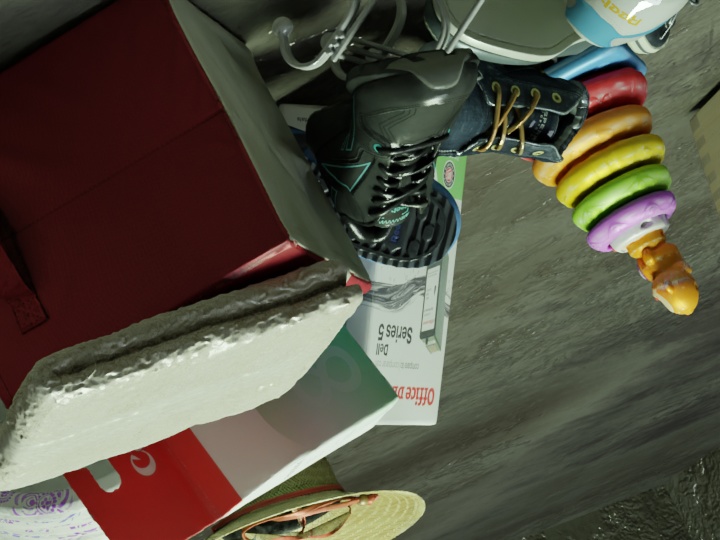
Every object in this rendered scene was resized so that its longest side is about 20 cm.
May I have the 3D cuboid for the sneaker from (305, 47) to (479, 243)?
[{"bbox_3d":[0.024,-0.070,1.417,0.075,0.080,0.200,-9,171,-14],"label":"sneaker"}]

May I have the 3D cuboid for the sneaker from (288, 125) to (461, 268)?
[{"bbox_3d":[-0.035,-0.053,1.553,0.078,0.200,0.066,-97,-154,-81],"label":"sneaker"}]

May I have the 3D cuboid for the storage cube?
[{"bbox_3d":[-0.124,-0.030,1.421,0.179,0.171,0.200,-30,165,10],"label":"storage cube"}]

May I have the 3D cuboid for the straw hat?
[{"bbox_3d":[-0.056,0.143,1.678,0.200,0.085,0.201,-18,162,-6],"label":"straw hat"}]

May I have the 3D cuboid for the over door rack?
[{"bbox_3d":[0.048,-0.186,1.405,0.200,0.067,0.148,-45,163,16],"label":"over door rack"}]

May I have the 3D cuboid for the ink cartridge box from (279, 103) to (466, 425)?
[{"bbox_3d":[0.000,0.000,1.672,0.084,0.201,0.145,5,179,23],"label":"ink cartridge box"}]

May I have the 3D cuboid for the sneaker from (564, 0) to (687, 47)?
[{"bbox_3d":[0.178,-0.200,1.465,0.200,0.077,0.081,-46,179,-45],"label":"sneaker"}]

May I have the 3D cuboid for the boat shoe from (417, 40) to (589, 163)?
[{"bbox_3d":[0.083,-0.101,1.603,0.200,0.091,0.071,-36,147,-65],"label":"boat shoe"}]

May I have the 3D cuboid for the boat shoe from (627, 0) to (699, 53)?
[{"bbox_3d":[0.179,-0.189,1.596,0.062,0.075,0.200,-22,162,9],"label":"boat shoe"}]

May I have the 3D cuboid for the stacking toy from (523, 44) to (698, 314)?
[{"bbox_3d":[0.186,-0.055,1.823,0.110,0.200,0.116,-30,167,13],"label":"stacking toy"}]

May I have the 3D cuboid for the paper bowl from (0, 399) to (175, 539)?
[{"bbox_3d":[-0.170,0.103,1.625,0.200,0.201,0.104,-25,134,-4],"label":"paper bowl"}]

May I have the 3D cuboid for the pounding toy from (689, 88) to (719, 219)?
[{"bbox_3d":[0.397,-0.146,2.071,0.184,0.143,0.200,-3,154,-26],"label":"pounding toy"}]

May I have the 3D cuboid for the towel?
[{"bbox_3d":[-0.101,0.054,1.344,0.200,0.035,0.133,-18,161,-30],"label":"towel"}]

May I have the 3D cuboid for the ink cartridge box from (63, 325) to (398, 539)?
[{"bbox_3d":[-0.099,0.064,1.529,0.200,0.161,0.050,-28,165,-38],"label":"ink cartridge box"}]

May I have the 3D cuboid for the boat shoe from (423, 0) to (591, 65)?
[{"bbox_3d":[0.089,-0.149,1.578,0.062,0.073,0.200,-35,170,31],"label":"boat shoe"}]
